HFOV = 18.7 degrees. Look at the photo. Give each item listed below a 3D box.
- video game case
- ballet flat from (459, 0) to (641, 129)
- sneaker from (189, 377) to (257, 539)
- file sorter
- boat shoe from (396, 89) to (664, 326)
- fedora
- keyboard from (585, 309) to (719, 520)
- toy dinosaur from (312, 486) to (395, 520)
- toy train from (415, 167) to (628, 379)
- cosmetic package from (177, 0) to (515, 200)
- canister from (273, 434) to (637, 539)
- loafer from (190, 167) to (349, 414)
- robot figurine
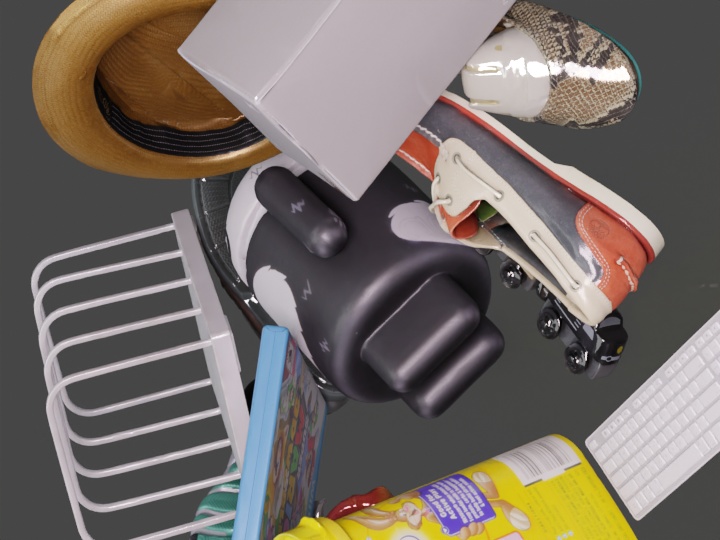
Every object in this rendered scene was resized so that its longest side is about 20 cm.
[{"bbox_3d":[-0.049,0.129,1.354,0.200,0.018,0.144,71,-155,-73],"label":"video game case"},{"bbox_3d":[0.067,-0.124,1.221,0.200,0.075,0.068,37,134,44],"label":"ballet flat"},{"bbox_3d":[-0.066,0.169,1.523,0.074,0.201,0.088,9,134,11],"label":"sneaker"},{"bbox_3d":[-0.144,0.073,1.450,0.200,0.123,0.140,-115,13,-63],"label":"file sorter"},{"bbox_3d":[0.075,-0.040,1.219,0.199,0.063,0.071,34,168,29],"label":"boat shoe"},{"bbox_3d":[-0.098,-0.134,1.253,0.201,0.199,0.082,117,145,-50],"label":"fedora"},{"bbox_3d":[0.182,0.076,1.201,0.057,0.011,0.200,62,148,18],"label":"keyboard"},{"bbox_3d":[0.016,0.235,1.425,0.182,0.104,0.201,63,-159,-46],"label":"toy dinosaur"},{"bbox_3d":[0.091,-0.022,1.273,0.201,0.034,0.046,54,133,27],"label":"toy train"},{"bbox_3d":[0.010,-0.151,1.164,0.090,0.200,0.107,38,175,44],"label":"cosmetic package"},{"bbox_3d":[0.063,0.189,1.266,0.149,0.199,0.087,59,147,21],"label":"canister"},{"bbox_3d":[-0.066,0.012,1.517,0.201,0.071,0.063,60,153,16],"label":"loafer"},{"bbox_3d":[-0.001,0.002,1.346,0.200,0.124,0.151,46,141,36],"label":"robot figurine"}]
